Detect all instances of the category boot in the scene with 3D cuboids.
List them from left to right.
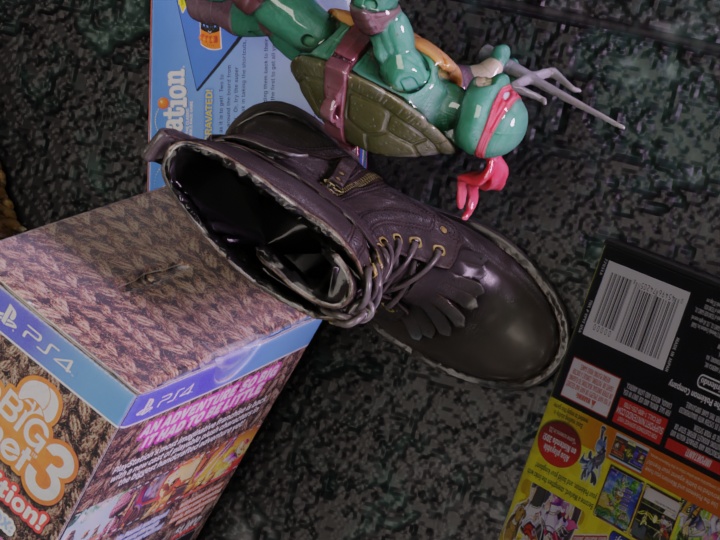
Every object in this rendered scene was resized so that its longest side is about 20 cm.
[{"bbox_3d":[0.000,0.000,1.177,0.200,0.174,0.069,34,100,-2],"label":"boot"}]

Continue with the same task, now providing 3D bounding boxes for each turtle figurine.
[{"bbox_3d":[0.011,-0.100,1.194,0.200,0.150,0.101,24,69,16],"label":"turtle figurine"}]

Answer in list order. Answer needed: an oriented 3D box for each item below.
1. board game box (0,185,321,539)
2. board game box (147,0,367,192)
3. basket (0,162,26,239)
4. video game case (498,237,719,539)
[{"bbox_3d":[-0.130,0.082,1.208,0.097,0.159,0.200,37,115,16],"label":"board game box"},{"bbox_3d":[-0.047,-0.110,1.292,0.103,0.019,0.200,1,87,15],"label":"board game box"},{"bbox_3d":[-0.268,-0.046,1.262,0.149,0.200,0.143,-24,81,15],"label":"basket"},{"bbox_3d":[0.127,0.091,1.154,0.025,0.200,0.181,19,93,-27],"label":"video game case"}]
